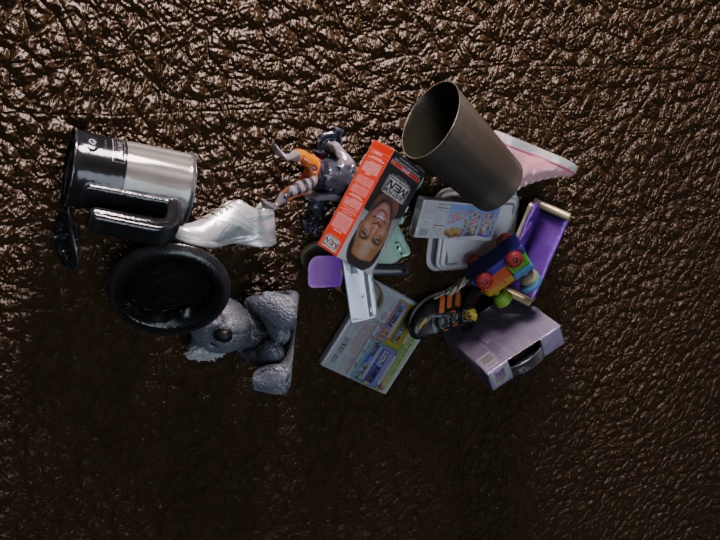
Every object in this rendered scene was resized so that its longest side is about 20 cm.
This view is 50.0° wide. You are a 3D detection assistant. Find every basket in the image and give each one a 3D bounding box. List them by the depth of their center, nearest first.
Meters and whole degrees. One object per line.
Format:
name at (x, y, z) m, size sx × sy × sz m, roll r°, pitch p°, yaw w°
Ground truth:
basket at (0.187, -0.206, 1.369) m, size 0.135 × 0.183 × 0.199 m, roll -34°, pitch 124°, yaw 30°

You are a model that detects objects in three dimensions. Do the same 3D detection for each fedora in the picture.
fedora at (-0.315, 0.012, 1.279) m, size 0.195 × 0.092 × 0.204 m, roll -6°, pitch 127°, yaw -8°

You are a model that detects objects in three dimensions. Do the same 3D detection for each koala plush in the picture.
koala plush at (-0.212, 0.103, 1.365) m, size 0.195 × 0.184 × 0.182 m, roll 5°, pitch 104°, yaw -4°

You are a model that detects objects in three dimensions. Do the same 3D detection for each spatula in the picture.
spatula at (0.000, 0.000, 1.410) m, size 0.195 × 0.020 × 0.058 m, roll -2°, pitch 96°, yaw -21°

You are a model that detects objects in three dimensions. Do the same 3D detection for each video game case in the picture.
video game case at (0.035, 0.135, 1.558) m, size 0.180 × 0.022 × 0.202 m, roll 28°, pitch 98°, yaw -32°

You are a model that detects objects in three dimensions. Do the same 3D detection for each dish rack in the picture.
dish rack at (0.231, -0.079, 1.537) m, size 0.195 × 0.044 × 0.176 m, roll -6°, pitch 115°, yaw -24°

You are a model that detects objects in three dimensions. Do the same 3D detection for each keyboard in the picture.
keyboard at (-0.006, -0.008, 1.391) m, size 0.055 × 0.011 × 0.205 m, roll -11°, pitch 102°, yaw -15°

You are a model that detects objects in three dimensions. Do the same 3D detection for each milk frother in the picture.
milk frother at (-0.373, -0.096, 1.204) m, size 0.184 × 0.185 × 0.200 m, roll 9°, pitch 153°, yaw -28°

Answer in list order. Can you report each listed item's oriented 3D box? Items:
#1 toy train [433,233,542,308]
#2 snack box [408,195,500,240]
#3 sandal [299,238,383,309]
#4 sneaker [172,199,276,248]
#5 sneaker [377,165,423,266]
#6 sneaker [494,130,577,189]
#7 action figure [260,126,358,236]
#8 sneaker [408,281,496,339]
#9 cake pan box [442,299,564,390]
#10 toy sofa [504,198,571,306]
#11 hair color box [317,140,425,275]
toy train at (0.252, 0.031, 1.511) m, size 0.198 × 0.085 × 0.116 m, roll -37°, pitch 118°, yaw 13°
snack box at (0.180, -0.096, 1.447) m, size 0.196 × 0.024 × 0.074 m, roll 1°, pitch 112°, yaw -36°
sandal at (-0.027, 0.014, 1.442) m, size 0.199 × 0.054 × 0.081 m, roll 42°, pitch 93°, yaw -22°
sneaker at (-0.232, -0.080, 1.305) m, size 0.197 × 0.070 × 0.082 m, roll -5°, pitch 104°, yaw -37°
sneaker at (0.069, -0.095, 1.432) m, size 0.118 × 0.074 × 0.201 m, roll 37°, pitch 104°, yaw -27°
sneaker at (0.325, -0.193, 1.507) m, size 0.196 × 0.075 × 0.107 m, roll 15°, pitch 102°, yaw -22°
action figure at (-0.073, -0.135, 1.325) m, size 0.190 × 0.104 × 0.204 m, roll -9°, pitch 122°, yaw -33°
sneaker at (0.187, 0.082, 1.547) m, size 0.197 × 0.089 × 0.071 m, roll -27°, pitch 117°, yaw -25°
cake pan box at (0.289, 0.136, 1.573) m, size 0.182 × 0.200 × 0.053 m, roll -33°, pitch 121°, yaw -10°
toy sofa at (0.348, -0.037, 1.560) m, size 0.204 × 0.082 × 0.097 m, roll -68°, pitch 162°, yaw 12°
hair color box at (0.020, -0.106, 1.322) m, size 0.101 × 0.061 × 0.203 m, roll 25°, pitch 95°, yaw -47°
